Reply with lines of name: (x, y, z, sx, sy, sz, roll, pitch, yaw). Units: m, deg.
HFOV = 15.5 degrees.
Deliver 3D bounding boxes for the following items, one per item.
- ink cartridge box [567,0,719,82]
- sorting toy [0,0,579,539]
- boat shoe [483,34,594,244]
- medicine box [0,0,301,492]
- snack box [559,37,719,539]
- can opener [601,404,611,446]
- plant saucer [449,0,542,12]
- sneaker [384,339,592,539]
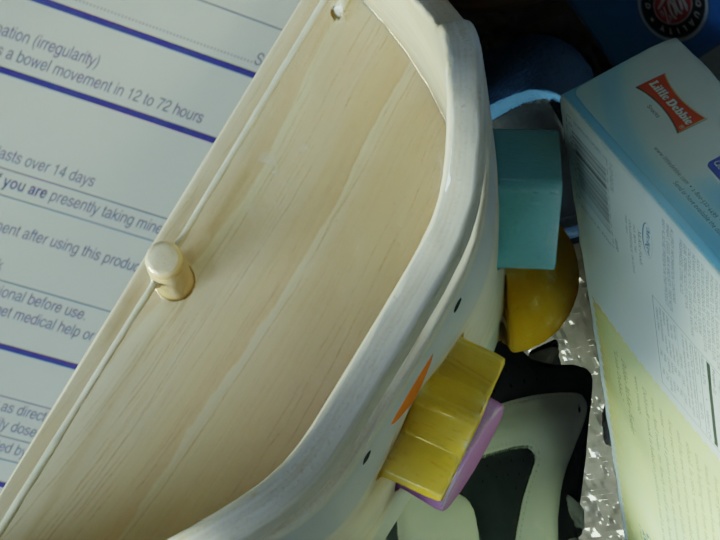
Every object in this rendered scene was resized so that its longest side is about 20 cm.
ink cartridge box: (0.161, -0.041, 0.636, 0.201, 0.084, 0.146, 55, 141, -1)
sorting toy: (-0.011, 0.018, 0.603, 0.106, 0.201, 0.180, 31, 173, 0)
boat shoe: (0.000, 0.000, 0.820, 0.199, 0.084, 0.069, -23, 114, 43)
medicine box: (-0.110, -0.035, 0.742, 0.201, 0.181, 0.103, -61, 34, 18)
snack box: (0.103, 0.053, 0.660, 0.116, 0.037, 0.201, 54, 164, 42)
can opener: (0.154, 0.054, 0.740, 0.199, 0.053, 0.067, 23, 131, 32)
plant saucer: (0.021, -0.165, 0.664, 0.200, 0.029, 0.202, 11, 104, 54)
sneaker: (0.046, 0.085, 0.773, 0.199, 0.130, 0.079, 48, 140, -13)
